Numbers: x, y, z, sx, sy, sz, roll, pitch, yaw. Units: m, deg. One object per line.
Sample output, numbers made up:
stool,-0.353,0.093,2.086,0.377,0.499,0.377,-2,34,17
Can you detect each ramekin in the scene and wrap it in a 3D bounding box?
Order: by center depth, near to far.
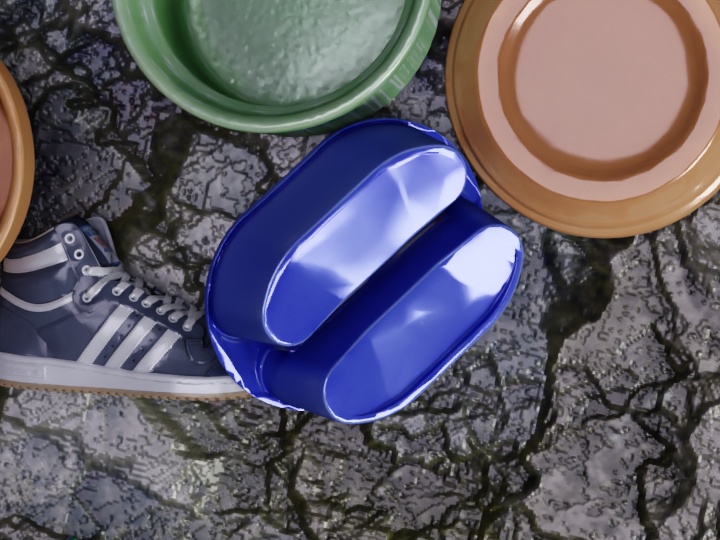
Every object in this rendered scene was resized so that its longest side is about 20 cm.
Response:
ramekin,-0.044,-0.176,1.533,0.199,0.098,0.201,-1,84,11

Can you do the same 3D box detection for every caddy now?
caddy,0.000,0.000,1.528,0.200,0.105,0.142,-42,115,-12

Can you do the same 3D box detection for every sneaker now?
sneaker,-0.136,0.022,1.578,0.199,0.070,0.109,3,94,10

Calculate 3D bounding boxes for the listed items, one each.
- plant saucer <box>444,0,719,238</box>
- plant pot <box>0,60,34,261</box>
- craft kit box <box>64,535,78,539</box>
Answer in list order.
plant saucer,0.149,-0.120,1.553,0.199,0.037,0.201,0,92,7
plant pot,-0.287,-0.069,1.559,0.199,0.140,0.201,0,93,7
craft kit box,-0.246,0.260,1.536,0.049,0.200,0.198,45,97,2
